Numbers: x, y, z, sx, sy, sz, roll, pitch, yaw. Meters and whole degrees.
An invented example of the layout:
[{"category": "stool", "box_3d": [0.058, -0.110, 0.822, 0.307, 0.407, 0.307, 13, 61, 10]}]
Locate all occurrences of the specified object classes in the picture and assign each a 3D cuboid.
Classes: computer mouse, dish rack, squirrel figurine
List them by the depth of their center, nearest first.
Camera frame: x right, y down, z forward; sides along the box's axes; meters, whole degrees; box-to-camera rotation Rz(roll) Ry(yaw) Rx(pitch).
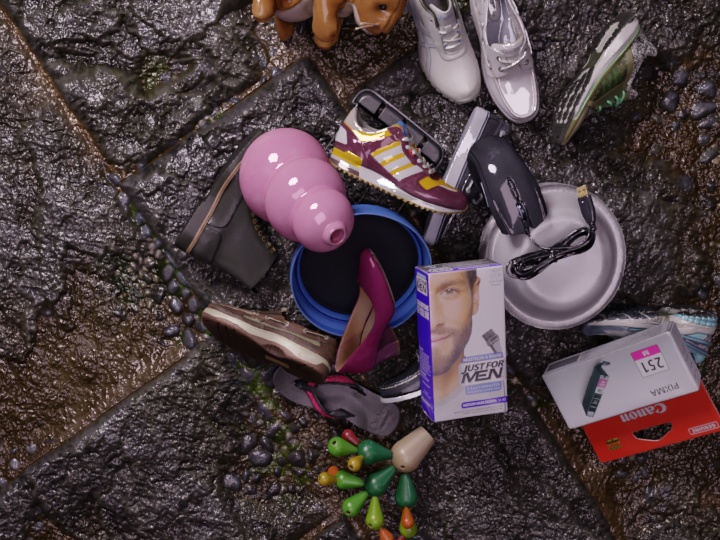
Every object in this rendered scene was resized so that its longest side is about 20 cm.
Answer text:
[{"category": "squirrel figurine", "box_3d": [-0.028, -0.392, 1.110, 0.183, 0.141, 0.204, 5, 87, 10]}, {"category": "computer mouse", "box_3d": [0.228, -0.101, 1.117, 0.138, 0.046, 0.203, -19, 76, 0]}, {"category": "dish rack", "box_3d": [0.007, -0.132, 1.196, 0.152, 0.055, 0.201, 36, 97, -4]}]

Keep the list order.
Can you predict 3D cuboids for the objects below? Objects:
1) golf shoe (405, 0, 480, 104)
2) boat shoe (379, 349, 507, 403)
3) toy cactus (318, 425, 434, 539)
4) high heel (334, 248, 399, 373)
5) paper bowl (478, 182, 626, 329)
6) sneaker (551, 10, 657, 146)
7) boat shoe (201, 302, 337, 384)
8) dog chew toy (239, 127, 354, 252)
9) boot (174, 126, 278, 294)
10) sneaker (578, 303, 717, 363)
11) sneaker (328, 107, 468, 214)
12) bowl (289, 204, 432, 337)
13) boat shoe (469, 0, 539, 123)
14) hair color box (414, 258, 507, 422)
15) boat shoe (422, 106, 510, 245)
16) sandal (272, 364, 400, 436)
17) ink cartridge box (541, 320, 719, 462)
[{"category": "golf shoe", "box_3d": [0.109, -0.320, 1.152, 0.077, 0.097, 0.203, -26, 98, 1]}, {"category": "boat shoe", "box_3d": [0.111, 0.128, 1.223, 0.197, 0.076, 0.061, -23, 98, -10]}, {"category": "toy cactus", "box_3d": [0.039, 0.295, 1.238, 0.165, 0.102, 0.201, -41, 97, -10]}, {"category": "high heel", "box_3d": [-0.003, 0.062, 1.151, 0.095, 0.068, 0.203, -20, 128, -10]}, {"category": "paper bowl", "box_3d": [0.269, -0.019, 1.190, 0.196, 0.104, 0.205, 0, 96, -1]}, {"category": "sneaker", "box_3d": [0.342, -0.250, 1.181, 0.088, 0.077, 0.202, 31, 98, -13]}, {"category": "boat shoe", "box_3d": [-0.126, 0.088, 1.221, 0.199, 0.075, 0.076, 26, 59, 4]}, {"category": "dog chew toy", "box_3d": [-0.073, -0.095, 1.079, 0.123, 0.200, 0.126, -19, 131, -23]}, {"category": "boot", "box_3d": [-0.149, -0.082, 1.197, 0.137, 0.078, 0.201, 34, 102, -14]}, {"category": "sneaker", "box_3d": [0.409, 0.098, 1.221, 0.196, 0.078, 0.088, 2, 101, -1]}, {"category": "sneaker", "box_3d": [0.059, -0.143, 1.122, 0.197, 0.075, 0.092, 23, 101, 4]}, {"category": "bowl", "box_3d": [0.000, 0.000, 1.180, 0.196, 0.040, 0.204, -4, 124, -5]}, {"category": "boat shoe", "box_3d": [0.198, -0.299, 1.168, 0.070, 0.069, 0.203, -21, 98, 0]}, {"category": "hair color box", "box_3d": [0.136, 0.093, 1.152, 0.107, 0.065, 0.204, -6, 99, -12]}, {"category": "boat shoe", "box_3d": [0.149, -0.122, 1.194, 0.067, 0.072, 0.203, 24, 89, -3]}, {"category": "sandal", "box_3d": [-0.032, 0.181, 1.237, 0.197, 0.045, 0.076, 25, 97, -4]}, {"category": "ink cartridge box", "box_3d": [0.381, 0.184, 1.202, 0.198, 0.043, 0.176, -25, 97, 33]}]
